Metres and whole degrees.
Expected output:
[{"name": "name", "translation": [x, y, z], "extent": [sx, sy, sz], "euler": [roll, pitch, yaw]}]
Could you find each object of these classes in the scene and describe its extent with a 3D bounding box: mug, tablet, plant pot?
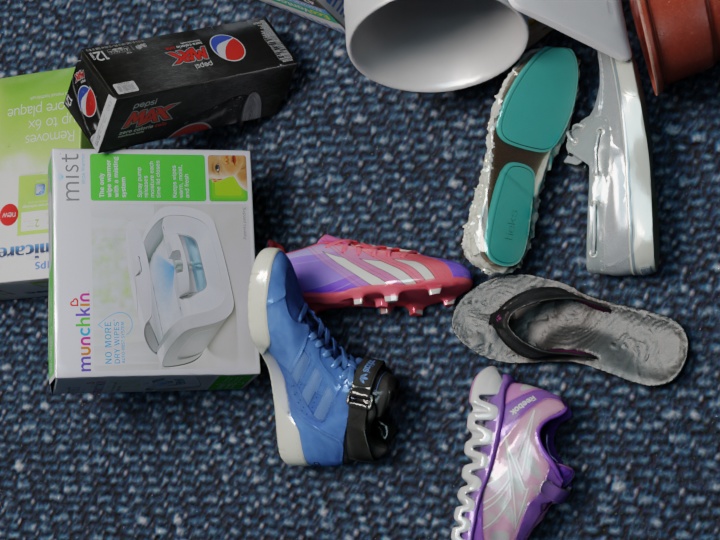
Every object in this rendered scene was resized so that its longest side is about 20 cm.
[{"name": "mug", "translation": [0.083, -0.259, 1.170], "extent": [0.199, 0.148, 0.176], "euler": [1, 65, -7]}, {"name": "tablet", "translation": [0.159, -0.267, 1.144], "extent": [0.014, 0.130, 0.201], "euler": [-37, 46, 43]}, {"name": "plant pot", "translation": [0.298, -0.258, 1.094], "extent": [0.194, 0.201, 0.202], "euler": [-15, 74, 11]}]

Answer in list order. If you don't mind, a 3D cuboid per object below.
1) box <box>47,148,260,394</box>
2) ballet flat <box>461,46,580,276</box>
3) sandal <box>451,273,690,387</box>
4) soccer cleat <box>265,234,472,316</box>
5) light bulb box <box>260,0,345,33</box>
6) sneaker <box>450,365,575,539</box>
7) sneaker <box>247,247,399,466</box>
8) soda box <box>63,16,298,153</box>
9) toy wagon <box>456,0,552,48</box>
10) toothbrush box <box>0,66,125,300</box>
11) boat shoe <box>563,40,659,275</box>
[{"name": "box", "translation": [-0.184, 0.002, 1.246], "extent": [0.175, 0.097, 0.201], "euler": [1, 77, -14]}, {"name": "ballet flat", "translation": [0.125, -0.094, 1.194], "extent": [0.071, 0.072, 0.201], "euler": [17, 86, 25]}, {"name": "sandal", "translation": [0.166, 0.044, 1.157], "extent": [0.199, 0.048, 0.076], "euler": [9, 83, 23]}, {"name": "soccer cleat", "translation": [0.000, 0.000, 1.230], "extent": [0.199, 0.067, 0.077], "euler": [-7, 72, 24]}, {"name": "light bulb box", "translation": [-0.063, -0.350, 1.290], "extent": [0.197, 0.125, 0.201], "euler": [25, 89, 25]}, {"name": "sneaker", "translation": [0.125, 0.179, 1.136], "extent": [0.088, 0.080, 0.202], "euler": [6, 81, 16]}, {"name": "sneaker", "translation": [-0.023, 0.072, 1.185], "extent": [0.110, 0.077, 0.201], "euler": [-2, 111, 18]}, {"name": "soda box", "translation": [-0.155, -0.164, 1.252], "extent": [0.063, 0.199, 0.071], "euler": [53, 138, 23]}, {"name": "toy wagon", "translation": [0.114, -0.289, 1.250], "extent": [0.155, 0.040, 0.201], "euler": [-36, 68, 12]}, {"name": "toothbrush box", "translation": [-0.307, -0.080, 1.361], "extent": [0.145, 0.086, 0.201], "euler": [-4, 79, 21]}, {"name": "boat shoe", "translation": [0.200, -0.094, 1.158], "extent": [0.071, 0.070, 0.202], "euler": [-6, 80, 16]}]
